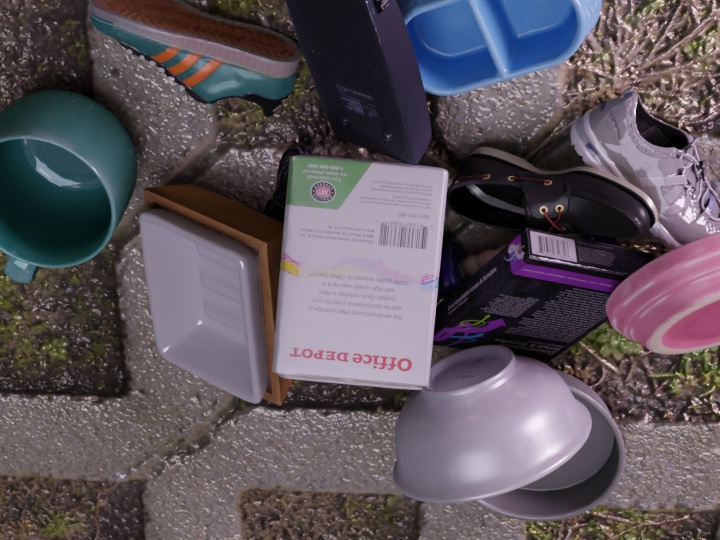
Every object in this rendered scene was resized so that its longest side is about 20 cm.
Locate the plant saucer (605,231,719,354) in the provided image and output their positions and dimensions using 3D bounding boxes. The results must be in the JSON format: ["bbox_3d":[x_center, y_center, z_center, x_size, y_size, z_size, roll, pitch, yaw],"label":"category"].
[{"bbox_3d":[0.325,0.023,1.688,0.199,0.051,0.201,-15,157,-6],"label":"plant saucer"}]

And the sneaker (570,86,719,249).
[{"bbox_3d":[0.284,-0.083,1.673,0.200,0.075,0.082,38,127,-15],"label":"sneaker"}]

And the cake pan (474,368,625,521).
[{"bbox_3d":[0.176,0.176,1.920,0.198,0.037,0.201,6,127,9],"label":"cake pan"}]

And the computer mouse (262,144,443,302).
[{"bbox_3d":[-0.014,-0.017,1.776,0.199,0.053,0.139,33,132,8],"label":"computer mouse"}]

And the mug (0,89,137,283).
[{"bbox_3d":[-0.304,-0.090,1.786,0.184,0.115,0.152,-25,118,29],"label":"mug"}]

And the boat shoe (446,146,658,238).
[{"bbox_3d":[0.173,-0.058,1.683,0.200,0.063,0.074,15,142,30],"label":"boat shoe"}]

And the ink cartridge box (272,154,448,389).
[{"bbox_3d":[0.000,0.000,1.691,0.144,0.088,0.202,5,94,2],"label":"ink cartridge box"}]

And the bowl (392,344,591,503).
[{"bbox_3d":[0.114,0.133,1.765,0.200,0.201,0.091,-11,111,21],"label":"bowl"}]

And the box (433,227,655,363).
[{"bbox_3d":[0.166,0.028,1.746,0.142,0.036,0.200,10,149,-25],"label":"box"}]

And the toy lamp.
[{"bbox_3d":[0.143,-0.016,1.772,0.199,0.058,0.058,-19,120,23],"label":"toy lamp"}]

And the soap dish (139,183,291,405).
[{"bbox_3d":[-0.134,0.019,1.820,0.157,0.081,0.201,23,134,31],"label":"soap dish"}]

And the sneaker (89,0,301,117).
[{"bbox_3d":[-0.158,-0.195,1.699,0.198,0.072,0.080,18,125,-2],"label":"sneaker"}]

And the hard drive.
[{"bbox_3d":[-0.004,-0.198,1.638,0.135,0.042,0.201,23,141,49],"label":"hard drive"}]

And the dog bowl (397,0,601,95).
[{"bbox_3d":[0.114,-0.217,1.630,0.199,0.050,0.112,-14,122,23],"label":"dog bowl"}]
